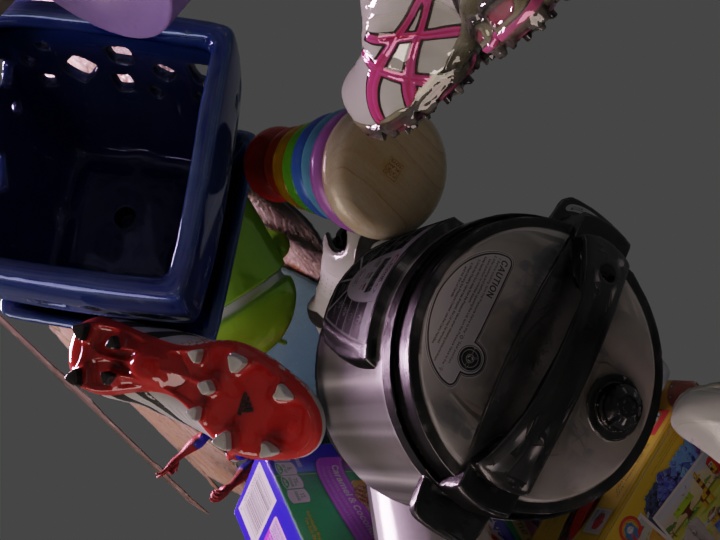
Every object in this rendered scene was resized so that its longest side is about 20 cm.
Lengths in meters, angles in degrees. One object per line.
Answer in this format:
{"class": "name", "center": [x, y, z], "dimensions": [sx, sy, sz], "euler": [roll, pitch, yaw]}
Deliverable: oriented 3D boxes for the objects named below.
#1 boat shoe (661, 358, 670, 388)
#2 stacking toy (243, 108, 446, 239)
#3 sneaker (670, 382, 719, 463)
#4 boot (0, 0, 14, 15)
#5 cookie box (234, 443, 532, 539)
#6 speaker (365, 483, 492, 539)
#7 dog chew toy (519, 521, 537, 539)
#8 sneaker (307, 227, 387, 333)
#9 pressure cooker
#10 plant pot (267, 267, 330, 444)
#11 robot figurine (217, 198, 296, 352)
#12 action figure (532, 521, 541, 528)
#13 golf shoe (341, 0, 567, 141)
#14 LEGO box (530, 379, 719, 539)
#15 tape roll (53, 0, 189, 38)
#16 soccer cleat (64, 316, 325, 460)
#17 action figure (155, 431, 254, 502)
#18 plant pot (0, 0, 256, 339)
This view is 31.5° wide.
{"class": "boat shoe", "center": [0.126, 0.070, 0.904], "dimensions": [0.199, 0.071, 0.072], "euler": [10, 147, 51]}
{"class": "stacking toy", "center": [-0.027, -0.071, 0.854], "dimensions": [0.085, 0.086, 0.199], "euler": [46, 164, -25]}
{"class": "sneaker", "center": [0.274, 0.137, 0.773], "dimensions": [0.199, 0.087, 0.075], "euler": [30, 162, 25]}
{"class": "boot", "center": [-0.274, -0.231, 0.791], "dimensions": [0.072, 0.155, 0.201], "euler": [19, 155, 41]}
{"class": "cookie box", "center": [0.029, 0.212, 0.947], "dimensions": [0.198, 0.076, 0.172], "euler": [3, -142, -32]}
{"class": "speaker", "center": [0.053, 0.200, 0.835], "dimensions": [0.081, 0.080, 0.201], "euler": [54, -163, -41]}
{"class": "dog chew toy", "center": [0.155, 0.216, 1.051], "dimensions": [0.124, 0.125, 0.200], "euler": [38, 138, -2]}
{"class": "sneaker", "center": [0.000, 0.000, 0.998], "dimensions": [0.080, 0.074, 0.200], "euler": [53, 155, -3]}
{"class": "pressure cooker", "center": [0.079, 0.055, 0.751], "dimensions": [0.200, 0.177, 0.178], "euler": [164, 94, -68]}
{"class": "plant pot", "center": [-0.085, 0.079, 1.216], "dimensions": [0.199, 0.142, 0.142], "euler": [33, 161, 26]}
{"class": "robot figurine", "center": [-0.129, -0.008, 1.068], "dimensions": [0.115, 0.175, 0.201], "euler": [-25, 98, 37]}
{"class": "action figure", "center": [0.087, 0.111, 0.974], "dimensions": [0.199, 0.130, 0.070], "euler": [31, 153, 24]}
{"class": "golf shoe", "center": [0.034, -0.132, 0.614], "dimensions": [0.092, 0.073, 0.200], "euler": [45, 150, -5]}
{"class": "LEGO box", "center": [0.203, 0.199, 0.870], "dimensions": [0.149, 0.201, 0.077], "euler": [42, 161, -17]}
{"class": "tape roll", "center": [-0.157, -0.230, 0.699], "dimensions": [0.199, 0.085, 0.200], "euler": [32, 160, 13]}
{"class": "soccer cleat", "center": [-0.102, 0.072, 0.834], "dimensions": [0.198, 0.070, 0.085], "euler": [13, -176, 25]}
{"class": "action figure", "center": [-0.125, 0.154, 1.091], "dimensions": [0.065, 0.099, 0.200], "euler": [42, 166, 11]}
{"class": "plant pot", "center": [-0.181, -0.057, 0.913], "dimensions": [0.197, 0.203, 0.180], "euler": [7, 162, 9]}
